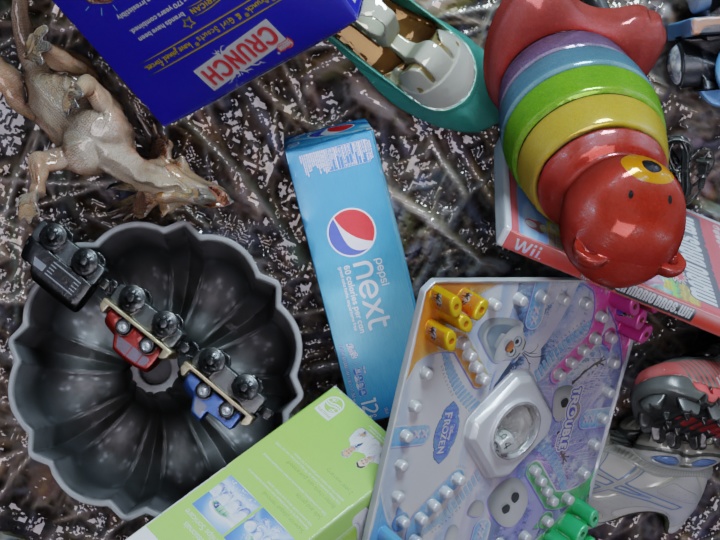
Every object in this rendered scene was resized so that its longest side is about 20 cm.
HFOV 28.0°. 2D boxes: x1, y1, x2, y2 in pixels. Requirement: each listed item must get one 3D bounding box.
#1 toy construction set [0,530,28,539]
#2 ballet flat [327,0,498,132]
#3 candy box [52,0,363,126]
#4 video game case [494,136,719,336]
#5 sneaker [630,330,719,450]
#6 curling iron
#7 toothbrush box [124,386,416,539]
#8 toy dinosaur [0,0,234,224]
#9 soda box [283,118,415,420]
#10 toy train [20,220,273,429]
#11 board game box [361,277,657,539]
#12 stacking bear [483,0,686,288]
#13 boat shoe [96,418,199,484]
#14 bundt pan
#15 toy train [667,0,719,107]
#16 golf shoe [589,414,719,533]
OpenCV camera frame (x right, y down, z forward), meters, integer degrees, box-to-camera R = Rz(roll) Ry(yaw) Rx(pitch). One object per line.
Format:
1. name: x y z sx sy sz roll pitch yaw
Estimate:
1. toy construction set: -0.245 0.289 1.049 0.130 0.092 0.201 8 112 -30
2. ballet flat: 0.022 -0.155 0.976 0.200 0.070 0.068 34 94 -11
3. candy box: -0.116 -0.210 0.890 0.168 0.077 0.200 -23 120 29
4. video game case: 0.184 -0.021 0.981 0.199 0.143 0.018 22 120 -8
5. sneaker: 0.253 0.073 1.007 0.200 0.071 0.099 8 66 -41
6. curling iron: 0.193 -0.137 1.011 0.049 0.026 0.201 -22 102 32
7. toothbrush box: -0.059 0.195 0.940 0.200 0.086 0.146 -36 145 -24
8. toy dinosaur: -0.184 -0.103 0.963 0.086 0.135 0.201 -37 76 20
9. soda box: 0.000 0.000 1.011 0.064 0.068 0.201 -14 103 -1
10. toy train: -0.141 0.041 0.944 0.200 0.034 0.046 38 88 4
11. board game box: 0.101 0.103 0.931 0.199 0.026 0.201 0 109 -38
12. stacking bear: 0.148 -0.074 0.910 0.121 0.201 0.114 12 131 -21
13. boat shoe: -0.110 0.164 1.046 0.199 0.057 0.067 31 99 -10
14. bundt pan: -0.136 0.070 0.995 0.200 0.076 0.203 0 82 0
15. toy train: 0.307 -0.174 0.987 0.199 0.087 0.115 -4 94 0
16. golf shoe: 0.160 0.147 1.053 0.199 0.078 0.098 10 108 -5
